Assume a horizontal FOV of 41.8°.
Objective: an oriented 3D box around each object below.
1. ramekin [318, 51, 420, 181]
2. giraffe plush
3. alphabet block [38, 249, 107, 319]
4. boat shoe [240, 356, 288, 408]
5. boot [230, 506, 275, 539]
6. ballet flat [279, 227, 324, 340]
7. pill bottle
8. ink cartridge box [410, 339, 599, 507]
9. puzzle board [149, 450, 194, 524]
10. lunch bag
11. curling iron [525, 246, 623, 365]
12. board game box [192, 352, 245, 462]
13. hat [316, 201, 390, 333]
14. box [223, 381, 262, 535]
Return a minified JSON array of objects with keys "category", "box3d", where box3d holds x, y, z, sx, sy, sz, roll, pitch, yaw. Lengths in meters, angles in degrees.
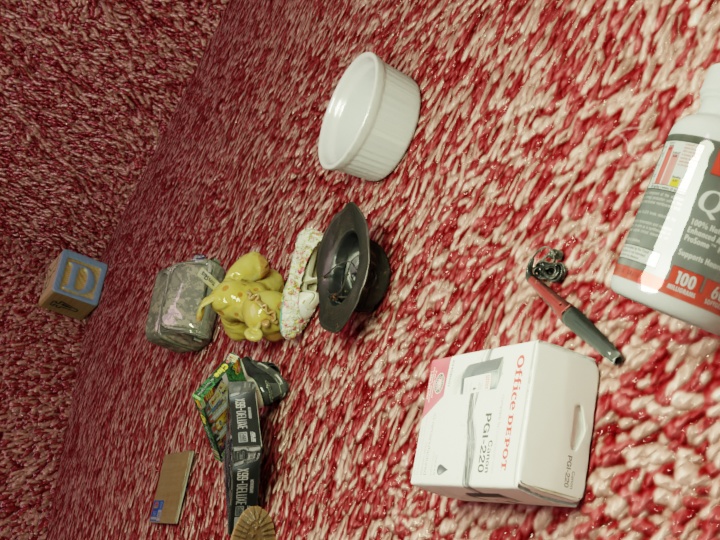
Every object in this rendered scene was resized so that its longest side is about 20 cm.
[{"category":"ramekin","box3d":[0.017,-0.247,1.558,0.201,0.096,0.203,-48,31,42]},{"category":"giraffe plush","box3d":[-0.186,0.065,1.726,0.161,0.199,0.175,24,91,38]},{"category":"alphabet block","box3d":[-1.162,0.059,3.808,0.199,0.194,0.198,-29,44,51]},{"category":"boat shoe","box3d":[-0.178,0.197,1.710,0.073,0.067,0.200,69,167,-14]},{"category":"boot","box3d":[-0.190,0.480,1.493,0.107,0.074,0.203,141,141,-58]},{"category":"ballet flat","box3d":[-0.094,0.022,1.642,0.063,0.075,0.204,3,78,31]},{"category":"pill bottle","box3d":[0.292,-0.057,0.771,0.203,0.114,0.116,-69,23,4]},{"category":"ink cartridge box","box3d":[0.145,0.161,0.975,0.199,0.084,0.148,-20,55,59]},{"category":"puzzle board","box3d":[-0.410,0.474,2.055,0.199,0.017,0.153,-26,50,60]},{"category":"lunch bag","box3d":[-0.394,0.078,2.189,0.166,0.138,0.203,-14,58,44]},{"category":"curling iron","box3d":[0.218,0.035,0.978,0.050,0.025,0.201,-64,24,23]},{"category":"board game box","box3d":[-0.233,0.241,1.639,0.105,0.023,0.202,-52,-27,-32]},{"category":"hat","box3d":[0.000,0.000,1.430,0.200,0.080,0.204,-169,90,-68]},{"category":"box","box3d":[-0.199,0.314,1.578,0.159,0.049,0.203,-107,20,-56]}]
